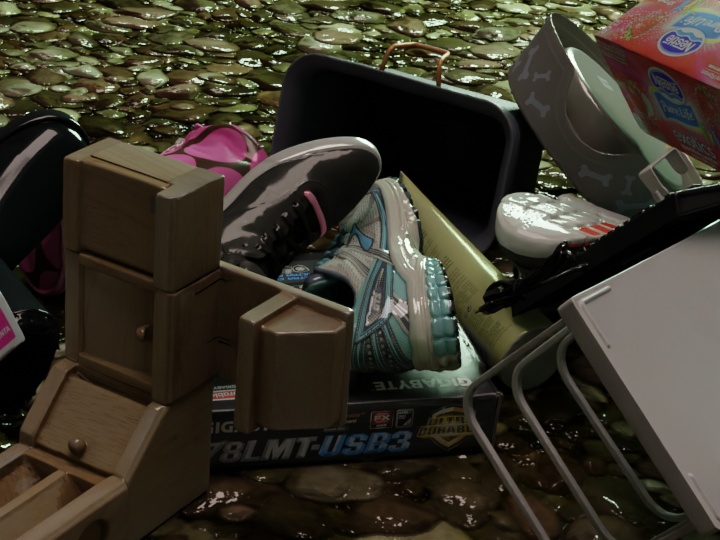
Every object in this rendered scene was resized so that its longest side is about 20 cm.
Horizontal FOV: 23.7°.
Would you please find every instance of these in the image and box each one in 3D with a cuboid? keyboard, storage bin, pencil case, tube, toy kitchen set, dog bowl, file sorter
[{"bbox_3d":[0.144,-0.010,1.031,0.127,0.021,0.200,-16,-11,-28],"label":"keyboard"},{"bbox_3d":[0.051,-0.109,1.359,0.200,0.146,0.134,18,19,23],"label":"storage bin"},{"bbox_3d":[-0.163,-0.049,1.242,0.200,0.091,0.094,-21,68,-43],"label":"pencil case"},{"bbox_3d":[0.070,0.008,1.190,0.052,0.058,0.200,40,4,-42],"label":"tube"},{"bbox_3d":[-0.120,0.067,0.883,0.163,0.200,0.180,19,29,26],"label":"toy kitchen set"},{"bbox_3d":[0.192,-0.107,1.344,0.200,0.059,0.200,44,20,-20],"label":"dog bowl"},{"bbox_3d":[0.177,0.072,0.978,0.200,0.125,0.139,-23,78,-45],"label":"file sorter"}]

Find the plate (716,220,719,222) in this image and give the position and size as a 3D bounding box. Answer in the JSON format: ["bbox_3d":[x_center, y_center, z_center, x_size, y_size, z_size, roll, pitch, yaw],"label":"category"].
[{"bbox_3d":[0.262,-0.012,1.237,0.200,0.026,0.200,-12,16,4],"label":"plate"}]

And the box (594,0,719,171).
[{"bbox_3d":[0.264,-0.136,1.203,0.100,0.095,0.200,-35,27,-5],"label":"box"}]

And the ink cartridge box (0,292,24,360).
[{"bbox_3d":[-0.298,0.065,0.945,0.200,0.042,0.119,-12,21,31],"label":"ink cartridge box"}]

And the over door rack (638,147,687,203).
[{"bbox_3d":[0.260,-0.008,1.067,0.067,0.200,0.148,-19,-10,-39],"label":"over door rack"}]

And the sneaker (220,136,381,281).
[{"bbox_3d":[-0.057,-0.005,1.035,0.200,0.071,0.099,-31,41,-12],"label":"sneaker"}]

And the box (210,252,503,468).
[{"bbox_3d":[-0.034,0.052,1.106,0.200,0.050,0.199,-3,27,-15],"label":"box"}]

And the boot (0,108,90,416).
[{"bbox_3d":[-0.219,0.003,1.064,0.200,0.076,0.168,-43,41,-8],"label":"boot"}]

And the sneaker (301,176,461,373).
[{"bbox_3d":[0.000,0.000,1.081,0.086,0.078,0.200,-10,26,-8],"label":"sneaker"}]

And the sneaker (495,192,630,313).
[{"bbox_3d":[0.138,-0.004,1.181,0.077,0.082,0.200,25,11,22],"label":"sneaker"}]
